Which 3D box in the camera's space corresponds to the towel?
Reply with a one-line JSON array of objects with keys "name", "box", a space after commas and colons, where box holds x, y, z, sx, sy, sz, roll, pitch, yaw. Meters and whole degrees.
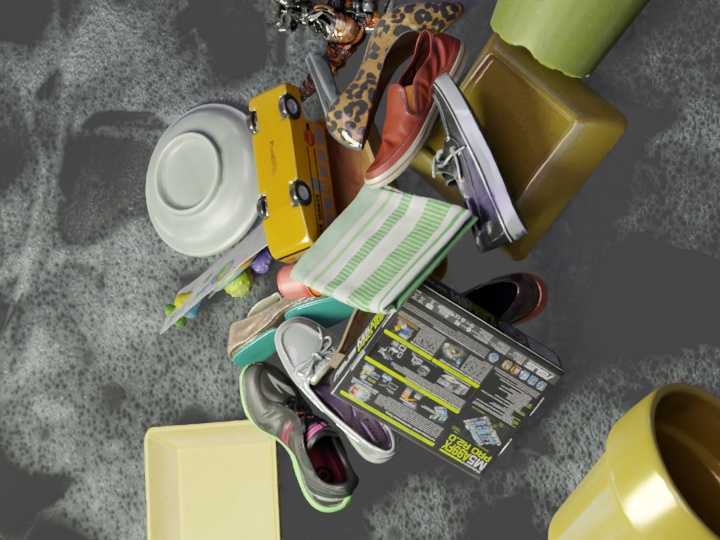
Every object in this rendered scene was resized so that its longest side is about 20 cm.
[{"name": "towel", "box": [0.020, -0.028, 1.378, 0.153, 0.023, 0.200, -49, 33, -12]}]

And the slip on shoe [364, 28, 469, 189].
[{"name": "slip on shoe", "box": [0.052, -0.181, 1.437, 0.201, 0.061, 0.074, -62, 20, -9]}]

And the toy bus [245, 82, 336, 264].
[{"name": "toy bus", "box": [-0.078, -0.113, 1.509, 0.065, 0.078, 0.201, -20, 70, 37]}]

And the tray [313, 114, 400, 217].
[{"name": "tray", "box": [-0.006, -0.096, 1.521, 0.098, 0.037, 0.201, -34, 63, 30]}]

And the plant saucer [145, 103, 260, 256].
[{"name": "plant saucer", "box": [-0.208, -0.119, 1.643, 0.199, 0.050, 0.201, -5, 80, 32]}]

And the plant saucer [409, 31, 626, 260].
[{"name": "plant saucer", "box": [0.160, -0.148, 1.434, 0.200, 0.048, 0.200, 44, 105, 26]}]

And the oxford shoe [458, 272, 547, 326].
[{"name": "oxford shoe", "box": [0.108, 0.055, 1.435, 0.200, 0.072, 0.071, -32, 71, 23]}]

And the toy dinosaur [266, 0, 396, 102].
[{"name": "toy dinosaur", "box": [-0.035, -0.306, 1.550, 0.135, 0.102, 0.201, 25, 76, 13]}]

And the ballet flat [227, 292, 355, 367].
[{"name": "ballet flat", "box": [-0.084, 0.047, 1.554, 0.199, 0.068, 0.067, -27, 49, 23]}]

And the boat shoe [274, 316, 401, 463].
[{"name": "boat shoe", "box": [-0.024, 0.134, 1.479, 0.074, 0.065, 0.202, -35, 81, -9]}]

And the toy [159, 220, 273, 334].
[{"name": "toy", "box": [-0.157, 0.008, 1.592, 0.200, 0.115, 0.047, -35, 108, 20]}]

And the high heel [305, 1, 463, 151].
[{"name": "high heel", "box": [0.045, -0.224, 1.485, 0.199, 0.071, 0.143, -24, 64, 6]}]

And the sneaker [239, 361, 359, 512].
[{"name": "sneaker", "box": [-0.064, 0.184, 1.497, 0.200, 0.077, 0.084, 52, 142, 5]}]

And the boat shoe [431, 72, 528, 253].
[{"name": "boat shoe", "box": [0.110, -0.114, 1.381, 0.068, 0.074, 0.200, -25, 82, 10]}]

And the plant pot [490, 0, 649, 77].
[{"name": "plant pot", "box": [0.232, -0.312, 1.351, 0.200, 0.200, 0.191, 40, 114, 27]}]

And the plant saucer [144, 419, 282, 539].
[{"name": "plant saucer", "box": [-0.172, 0.288, 1.584, 0.199, 0.048, 0.201, -8, 80, 29]}]

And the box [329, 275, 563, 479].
[{"name": "box", "box": [0.092, 0.111, 1.382, 0.199, 0.044, 0.161, 31, 109, -13]}]

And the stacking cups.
[{"name": "stacking cups", "box": [0.000, 0.000, 1.451, 0.199, 0.060, 0.061, -13, 78, 32]}]

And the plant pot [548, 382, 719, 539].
[{"name": "plant pot", "box": [0.292, 0.243, 1.253, 0.189, 0.200, 0.201, -48, 64, 35]}]

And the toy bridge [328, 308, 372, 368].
[{"name": "toy bridge", "box": [0.029, 0.033, 1.474, 0.200, 0.027, 0.067, -54, 24, -13]}]
